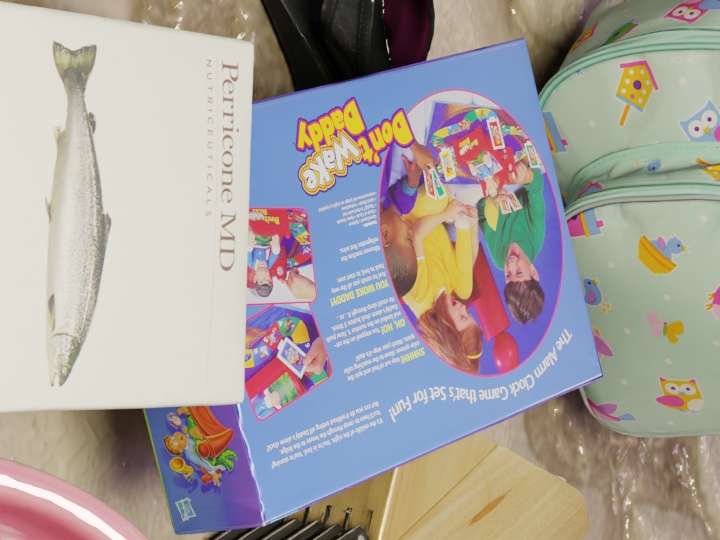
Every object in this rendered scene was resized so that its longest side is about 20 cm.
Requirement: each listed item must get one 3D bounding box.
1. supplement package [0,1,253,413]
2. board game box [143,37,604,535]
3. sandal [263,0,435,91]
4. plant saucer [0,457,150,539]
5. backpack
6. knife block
[{"bbox_3d":[-0.136,-0.018,0.695,0.199,0.117,0.118,1,90,-54],"label":"supplement package"},{"bbox_3d":[0.000,0.000,0.858,0.199,0.045,0.136,-18,96,-48],"label":"board game box"},{"bbox_3d":[0.005,-0.092,0.937,0.075,0.048,0.202,-40,124,-44],"label":"sandal"},{"bbox_3d":[-0.132,0.156,0.714,0.199,0.051,0.202,6,75,-23],"label":"plant saucer"},{"bbox_3d":[0.163,-0.029,1.052,0.153,0.175,0.201,-43,122,-48],"label":"backpack"},{"bbox_3d":[0.001,0.141,0.939,0.200,0.064,0.177,32,68,-50],"label":"knife block"}]
